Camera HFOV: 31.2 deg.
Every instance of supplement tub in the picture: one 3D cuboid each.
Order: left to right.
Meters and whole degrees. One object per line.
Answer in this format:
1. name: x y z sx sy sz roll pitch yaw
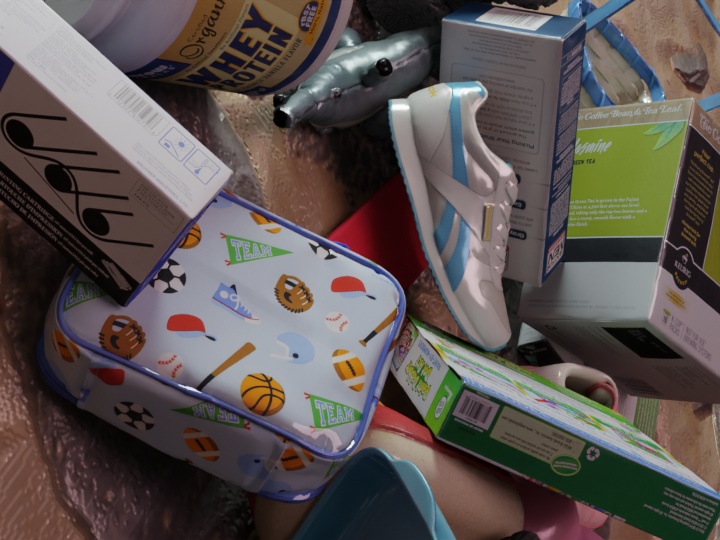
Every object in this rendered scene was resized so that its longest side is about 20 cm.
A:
1. supplement tub: -0.112 -0.186 0.775 0.199 0.143 0.147 0 77 -52

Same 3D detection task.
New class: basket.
1. basket: 0.245 -0.180 1.194 0.176 0.198 0.141 38 42 -39

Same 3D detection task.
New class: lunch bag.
1. lunch bag: -0.072 0.032 0.742 0.198 0.076 0.162 27 48 -8

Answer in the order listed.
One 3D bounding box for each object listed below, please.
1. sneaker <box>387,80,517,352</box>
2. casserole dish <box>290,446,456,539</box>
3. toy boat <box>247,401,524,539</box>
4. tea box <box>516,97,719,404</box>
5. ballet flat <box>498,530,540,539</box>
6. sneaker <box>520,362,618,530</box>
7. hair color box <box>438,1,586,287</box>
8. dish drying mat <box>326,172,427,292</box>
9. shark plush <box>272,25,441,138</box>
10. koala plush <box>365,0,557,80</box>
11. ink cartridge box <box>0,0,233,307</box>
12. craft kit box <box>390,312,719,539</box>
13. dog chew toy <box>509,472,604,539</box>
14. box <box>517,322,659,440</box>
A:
1. sneaker: 0.082 -0.039 0.955 0.077 0.080 0.203 -56 129 -80
2. casserole dish: -0.005 0.196 0.732 0.038 0.201 0.122 19 23 -36
3. toy boat: 0.009 0.137 0.855 0.199 0.130 0.132 31 23 -44
4. tea box: 0.259 -0.012 1.118 0.199 0.132 0.200 33 67 -42
5. ballet flat: 0.091 0.251 0.866 0.057 0.066 0.202 -33 148 -34
6. sneaker: 0.182 0.148 1.071 0.201 0.104 0.076 49 41 -32
7. hair color box: 0.113 -0.098 1.008 0.060 0.099 0.203 -40 138 -52
8. dish drying mat: 0.000 0.000 0.958 0.200 0.018 0.078 -46 114 -51
9. shark plush: -0.007 -0.148 0.950 0.199 0.082 0.092 -13 87 -54
10. koala plush: 0.088 -0.298 1.068 0.183 0.177 0.201 38 49 -11
11. ink cartridge box: -0.166 -0.080 0.647 0.200 0.094 0.044 42 47 -5
12. craft kit box: 0.124 0.106 0.894 0.198 0.049 0.198 25 8 -12
13. dog chew toy: 0.116 0.202 0.956 0.124 0.124 0.202 -33 95 -52
14. box: 0.221 0.076 1.208 0.200 0.036 0.146 48 43 -29
